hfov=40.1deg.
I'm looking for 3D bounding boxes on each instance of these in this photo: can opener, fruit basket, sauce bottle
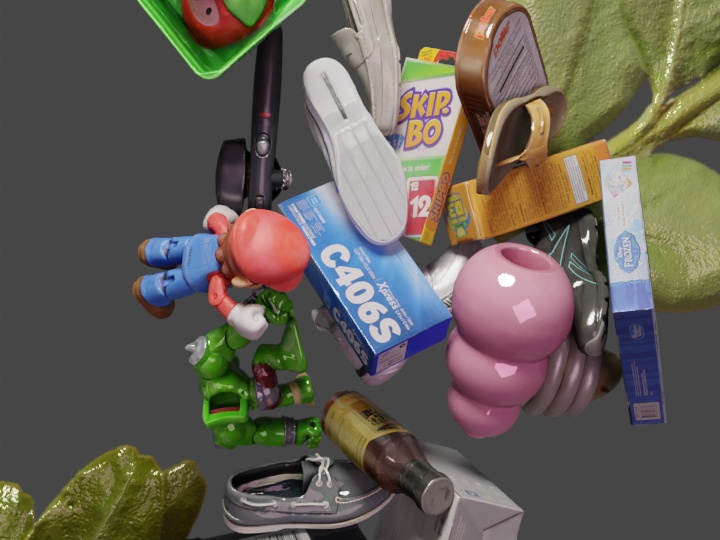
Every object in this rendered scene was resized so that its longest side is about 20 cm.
[{"bbox_3d":[-0.101,-0.155,1.017,0.077,0.063,0.205,7,96,-15],"label":"can opener"},{"bbox_3d":[-0.146,-0.297,0.898,0.155,0.215,0.217,-40,105,-6],"label":"fruit basket"},{"bbox_3d":[0.028,0.188,1.023,0.065,0.199,0.067,-11,113,-29],"label":"sauce bottle"}]

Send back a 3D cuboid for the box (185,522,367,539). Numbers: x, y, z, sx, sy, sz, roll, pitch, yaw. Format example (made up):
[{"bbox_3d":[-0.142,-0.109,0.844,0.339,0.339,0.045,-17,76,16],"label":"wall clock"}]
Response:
[{"bbox_3d":[-0.080,0.388,1.068,0.192,0.117,0.205,-9,101,-13],"label":"box"}]

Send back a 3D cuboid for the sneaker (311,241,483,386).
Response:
[{"bbox_3d":[0.040,0.018,1.071,0.115,0.075,0.200,43,88,-18],"label":"sneaker"}]

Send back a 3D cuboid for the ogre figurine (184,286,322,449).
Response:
[{"bbox_3d":[-0.111,0.115,1.029,0.117,0.099,0.202,-15,143,-8],"label":"ogre figurine"}]

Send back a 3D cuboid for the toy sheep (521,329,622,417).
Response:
[{"bbox_3d":[0.198,0.094,1.099,0.196,0.138,0.141,14,94,-1],"label":"toy sheep"}]

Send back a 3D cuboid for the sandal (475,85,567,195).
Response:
[{"bbox_3d":[0.175,-0.138,1.009,0.199,0.053,0.082,-36,136,-46],"label":"sandal"}]

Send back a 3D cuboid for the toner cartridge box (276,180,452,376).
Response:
[{"bbox_3d":[0.000,0.000,1.005,0.094,0.044,0.201,-23,61,-23],"label":"toner cartridge box"}]

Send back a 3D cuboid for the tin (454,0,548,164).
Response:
[{"bbox_3d":[0.152,-0.194,1.030,0.114,0.041,0.201,-64,149,-19],"label":"tin"}]

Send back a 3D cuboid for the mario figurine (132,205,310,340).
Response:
[{"bbox_3d":[-0.127,0.001,0.974,0.106,0.197,0.126,-29,107,-54],"label":"mario figurine"}]

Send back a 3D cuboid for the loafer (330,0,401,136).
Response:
[{"bbox_3d":[0.003,-0.241,1.034,0.068,0.070,0.205,-8,93,-7],"label":"loafer"}]

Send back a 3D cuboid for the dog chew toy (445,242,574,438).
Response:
[{"bbox_3d":[0.140,0.078,0.994,0.122,0.125,0.204,7,115,-15],"label":"dog chew toy"}]

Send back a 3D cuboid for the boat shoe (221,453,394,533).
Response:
[{"bbox_3d":[-0.053,0.235,1.070,0.195,0.073,0.063,-7,129,-9],"label":"boat shoe"}]

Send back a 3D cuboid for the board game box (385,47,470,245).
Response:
[{"bbox_3d":[0.064,-0.137,1.049,0.030,0.095,0.204,17,92,-49],"label":"board game box"}]

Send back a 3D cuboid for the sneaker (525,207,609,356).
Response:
[{"bbox_3d":[0.221,0.014,1.055,0.077,0.202,0.076,-2,131,5],"label":"sneaker"}]

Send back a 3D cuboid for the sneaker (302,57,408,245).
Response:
[{"bbox_3d":[-0.003,-0.120,1.019,0.072,0.071,0.204,-20,81,-4],"label":"sneaker"}]

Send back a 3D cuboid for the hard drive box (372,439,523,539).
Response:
[{"bbox_3d":[0.083,0.287,1.054,0.075,0.200,0.159,15,94,-16],"label":"hard drive box"}]

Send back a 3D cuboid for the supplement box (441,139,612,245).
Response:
[{"bbox_3d":[0.185,-0.085,1.075,0.197,0.066,0.070,-20,94,-26],"label":"supplement box"}]

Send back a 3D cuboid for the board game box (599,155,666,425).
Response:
[{"bbox_3d":[0.287,0.023,1.041,0.042,0.202,0.202,-6,138,16],"label":"board game box"}]
